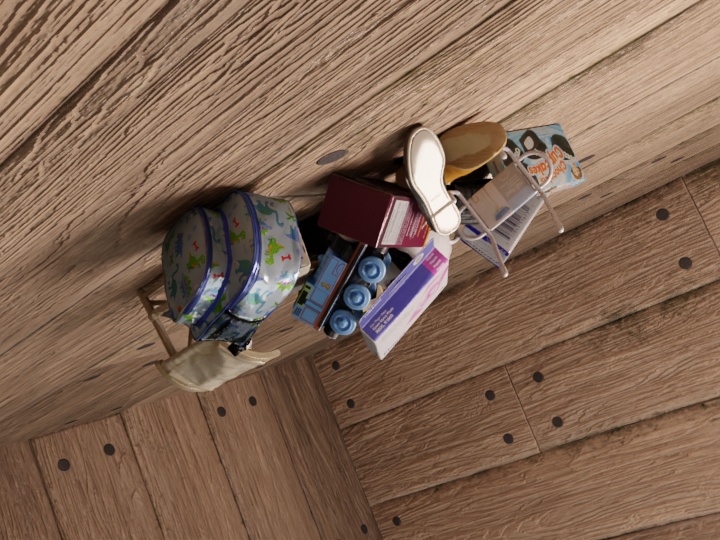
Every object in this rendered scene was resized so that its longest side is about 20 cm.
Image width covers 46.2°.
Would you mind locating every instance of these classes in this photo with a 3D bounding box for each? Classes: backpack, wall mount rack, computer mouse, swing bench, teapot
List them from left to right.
[{"bbox_3d":[-0.264,0.093,1.453,0.129,0.201,0.199,1,157,-45],"label":"swing bench"},{"bbox_3d":[-0.181,-0.010,1.169,0.147,0.184,0.200,13,140,-39],"label":"backpack"},{"bbox_3d":[0.000,0.000,1.535,0.200,0.046,0.140,-34,137,30],"label":"computer mouse"},{"bbox_3d":[0.114,-0.031,1.679,0.200,0.146,0.197,-51,-167,12],"label":"teapot"},{"bbox_3d":[0.238,-0.097,1.371,0.200,0.174,0.074,-42,167,26],"label":"wall mount rack"}]

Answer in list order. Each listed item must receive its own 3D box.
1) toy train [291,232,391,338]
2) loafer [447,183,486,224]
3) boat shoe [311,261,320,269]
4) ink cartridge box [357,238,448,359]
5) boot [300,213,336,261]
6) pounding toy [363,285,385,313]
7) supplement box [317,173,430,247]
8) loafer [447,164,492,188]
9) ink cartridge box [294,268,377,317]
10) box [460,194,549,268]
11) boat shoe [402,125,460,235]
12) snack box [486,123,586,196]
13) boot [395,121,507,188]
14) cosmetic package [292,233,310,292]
[{"bbox_3d":[-0.030,0.018,1.418,0.200,0.114,0.087,-62,178,20],"label":"toy train"},{"bbox_3d":[0.176,-0.117,1.466,0.200,0.068,0.070,-11,143,5],"label":"loafer"},{"bbox_3d":[-0.073,-0.026,1.708,0.199,0.065,0.071,-25,171,18],"label":"boat shoe"},{"bbox_3d":[0.081,0.056,1.494,0.196,0.043,0.200,-48,165,-9],"label":"ink cartridge box"},{"bbox_3d":[-0.034,-0.067,1.536,0.150,0.073,0.200,-17,169,-36],"label":"boot"},{"bbox_3d":[0.021,0.028,1.822,0.142,0.201,0.184,-24,171,8],"label":"pounding toy"},{"bbox_3d":[0.033,-0.093,1.341,0.110,0.086,0.200,22,-169,24],"label":"supplement box"},{"bbox_3d":[0.176,-0.157,1.515,0.199,0.072,0.073,-22,171,-2],"label":"loafer"},{"bbox_3d":[-0.047,0.030,1.637,0.200,0.100,0.039,-22,141,40],"label":"ink cartridge box"},{"bbox_3d":[0.289,-0.120,1.652,0.184,0.105,0.200,-55,172,-5],"label":"box"},{"bbox_3d":[0.098,-0.137,1.274,0.067,0.057,0.200,-33,131,-11],"label":"boat shoe"},{"bbox_3d":[0.304,-0.190,1.482,0.200,0.117,0.037,-16,168,-39],"label":"snack box"},{"bbox_3d":[0.159,-0.185,1.361,0.201,0.071,0.144,-23,178,27],"label":"boot"},{"bbox_3d":[-0.140,-0.023,1.440,0.073,0.104,0.200,-18,170,-12],"label":"cosmetic package"}]
